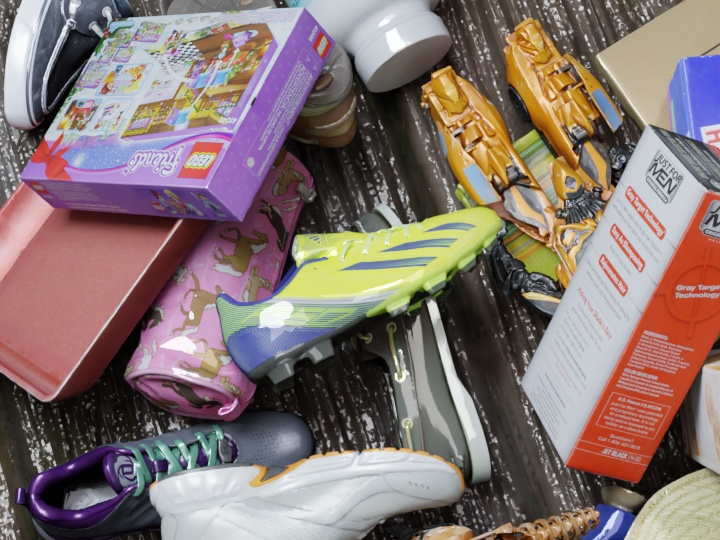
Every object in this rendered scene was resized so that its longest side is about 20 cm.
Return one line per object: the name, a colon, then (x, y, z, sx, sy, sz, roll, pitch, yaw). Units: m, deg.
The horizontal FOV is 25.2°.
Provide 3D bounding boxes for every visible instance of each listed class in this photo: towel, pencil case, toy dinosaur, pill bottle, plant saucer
towel: (0.159, -0.007, 1.129, 0.086, 0.018, 0.200, -37, 77, -7)
pencil case: (-0.093, 0.003, 1.087, 0.086, 0.083, 0.202, -9, 55, 43)
toy dinosaur: (0.055, 0.203, 1.016, 0.198, 0.136, 0.103, -2, 74, 2)
pill bottle: (-0.012, -0.229, 1.146, 0.110, 0.111, 0.201, -28, 75, -5)
plant saucer: (-0.186, -0.014, 1.086, 0.199, 0.037, 0.200, 22, 74, 50)

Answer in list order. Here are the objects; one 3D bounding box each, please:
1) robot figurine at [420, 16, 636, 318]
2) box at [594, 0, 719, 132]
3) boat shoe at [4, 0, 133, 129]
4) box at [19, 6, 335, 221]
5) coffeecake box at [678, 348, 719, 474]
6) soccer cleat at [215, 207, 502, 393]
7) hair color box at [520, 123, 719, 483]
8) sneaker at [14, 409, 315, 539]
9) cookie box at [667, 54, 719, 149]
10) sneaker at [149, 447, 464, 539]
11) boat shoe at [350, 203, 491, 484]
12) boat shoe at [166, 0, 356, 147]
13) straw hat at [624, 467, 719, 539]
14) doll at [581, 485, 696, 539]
robot figurine: (0.132, -0.066, 1.108, 0.144, 0.058, 0.201, -31, 76, -6)
box: (0.289, -0.114, 1.151, 0.163, 0.021, 0.201, -32, 76, -6)
boat shoe: (-0.199, -0.191, 1.167, 0.067, 0.072, 0.202, 15, 69, 7)
box: (-0.122, -0.102, 1.045, 0.199, 0.039, 0.138, 6, 61, 44)
coffeecake box: (0.291, 0.083, 1.002, 0.152, 0.200, 0.074, -8, 90, 0)
soccer cleat: (0.000, 0.000, 1.028, 0.199, 0.065, 0.084, -29, 79, -13)
hair color box: (0.180, 0.022, 1.023, 0.061, 0.102, 0.201, 14, 114, -20)
sneaker: (-0.126, 0.139, 1.064, 0.198, 0.088, 0.075, -17, 75, -2)
cookie box: (0.317, -0.063, 1.085, 0.198, 0.075, 0.173, -4, 75, 1)
sneaker: (-0.030, 0.164, 1.016, 0.198, 0.076, 0.093, -8, 80, 1)
boat shoe: (0.028, 0.054, 1.090, 0.060, 0.072, 0.203, -18, 79, -8)
boat shoe: (-0.070, -0.144, 1.131, 0.075, 0.072, 0.200, -36, 47, -11)
straw hat: (0.256, 0.222, 1.003, 0.199, 0.085, 0.203, 3, 79, -15)
doll: (0.166, 0.249, 1.045, 0.135, 0.048, 0.202, 21, 77, 0)
